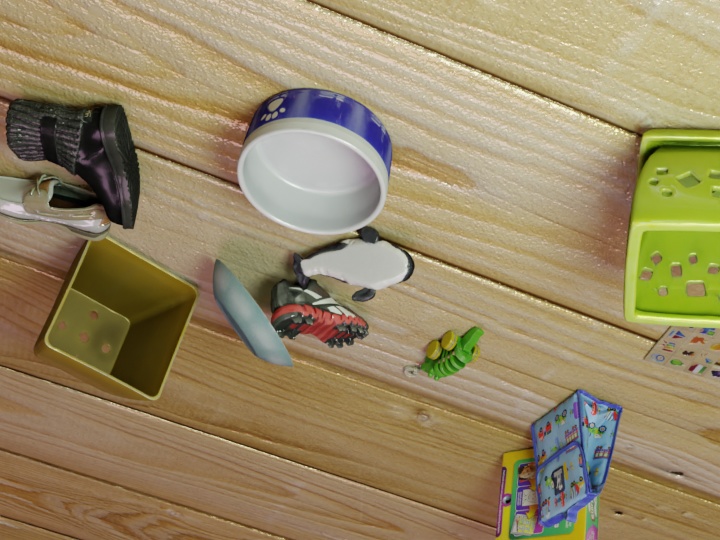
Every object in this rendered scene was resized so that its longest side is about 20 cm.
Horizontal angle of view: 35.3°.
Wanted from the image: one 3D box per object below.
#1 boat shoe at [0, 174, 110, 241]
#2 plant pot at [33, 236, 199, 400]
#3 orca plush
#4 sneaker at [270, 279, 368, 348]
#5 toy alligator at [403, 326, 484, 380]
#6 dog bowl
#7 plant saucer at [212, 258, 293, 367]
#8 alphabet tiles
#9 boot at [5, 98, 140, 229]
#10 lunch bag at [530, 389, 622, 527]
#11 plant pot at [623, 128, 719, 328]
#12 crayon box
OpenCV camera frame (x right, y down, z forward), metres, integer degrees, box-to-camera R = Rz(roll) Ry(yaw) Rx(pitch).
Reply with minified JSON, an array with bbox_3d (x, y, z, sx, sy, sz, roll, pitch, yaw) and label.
[{"bbox_3d":[-0.458,-0.106,1.650,0.198,0.075,0.069,13,138,-14],"label":"boat shoe"},{"bbox_3d":[-0.406,0.090,1.796,0.199,0.201,0.176,31,150,-24],"label":"plant pot"},{"bbox_3d":[0.000,0.000,1.659,0.199,0.106,0.071,-18,165,29],"label":"orca plush"},{"bbox_3d":[-0.065,0.062,1.756,0.199,0.099,0.071,15,137,-45],"label":"sneaker"},{"bbox_3d":[0.131,0.152,1.828,0.059,0.055,0.200,29,139,-22],"label":"toy alligator"},{"bbox_3d":[-0.059,-0.140,1.485,0.198,0.079,0.201,7,142,5],"label":"dog bowl"},{"bbox_3d":[-0.175,0.075,1.719,0.201,0.039,0.201,50,167,16],"label":"plant saucer"},{"bbox_3d":[0.544,0.104,1.696,0.166,0.008,0.201,16,142,-5],"label":"alphabet tiles"},{"bbox_3d":[-0.392,-0.147,1.562,0.156,0.080,0.212,0,131,4],"label":"boot"},{"bbox_3d":[0.353,0.326,1.872,0.093,0.201,0.151,22,141,-15],"label":"lunch bag"},{"bbox_3d":[0.423,-0.059,1.375,0.197,0.183,0.201,2,142,11],"label":"plant pot"},{"bbox_3d":[0.330,0.408,1.984,0.171,0.201,0.058,-14,136,31],"label":"crayon box"}]
